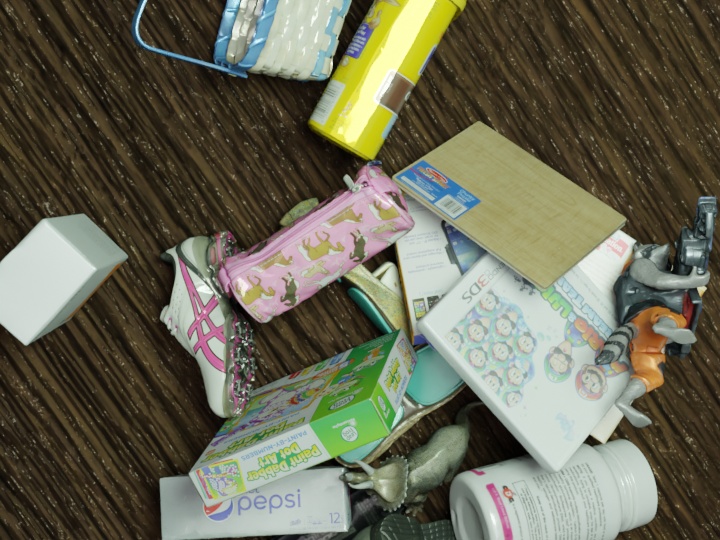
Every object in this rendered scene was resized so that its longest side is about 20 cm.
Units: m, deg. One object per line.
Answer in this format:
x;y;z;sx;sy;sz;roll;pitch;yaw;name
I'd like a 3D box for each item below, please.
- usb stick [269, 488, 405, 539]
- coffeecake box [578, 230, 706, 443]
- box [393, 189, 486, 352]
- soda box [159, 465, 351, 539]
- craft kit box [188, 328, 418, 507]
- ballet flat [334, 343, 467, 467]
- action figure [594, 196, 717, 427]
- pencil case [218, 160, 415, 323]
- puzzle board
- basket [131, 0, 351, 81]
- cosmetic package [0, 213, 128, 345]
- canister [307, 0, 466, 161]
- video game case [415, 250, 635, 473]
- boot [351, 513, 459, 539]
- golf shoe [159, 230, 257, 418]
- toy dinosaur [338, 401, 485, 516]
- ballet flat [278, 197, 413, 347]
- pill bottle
-0.045;0.296;1.228;0.200;0.033;0.056;-31;86;-1;usb stick
0.250;0.059;1.207;0.153;0.073;0.200;33;92;-3;coffeecake box
0.099;-0.007;1.173;0.119;0.041;0.201;-9;72;-2;box
-0.111;0.248;1.190;0.199;0.063;0.069;-4;82;3;soda box
-0.051;0.142;1.107;0.199;0.198;0.049;-24;103;16;craft kit box
0.048;0.136;1.205;0.200;0.065;0.071;-37;84;-1;ballet flat
0.285;0.024;1.082;0.104;0.194;0.201;7;124;9;action figure
-0.044;-0.026;1.116;0.200;0.083;0.087;-34;106;14;pencil case
0.151;-0.069;1.139;0.200;0.017;0.151;37;51;23;puzzle board
-0.115;-0.277;1.120;0.199;0.139;0.177;19;92;-30;basket
-0.303;0.004;1.107;0.071;0.200;0.101;43;91;-5;cosmetic package
0.026;-0.216;1.139;0.086;0.149;0.200;29;94;-5;canister
0.180;0.069;1.117;0.200;0.024;0.182;48;62;-2;video game case
0.041;0.319;1.214;0.130;0.068;0.200;-32;139;33;boot
-0.162;0.061;1.172;0.092;0.073;0.201;-13;70;10;golf shoe
0.075;0.205;1.179;0.199;0.102;0.077;-26;76;-18;toy dinosaur
0.000;0.000;1.194;0.200;0.071;0.071;44;91;-4;ballet flat
0.206;0.248;1.183;0.199;0.113;0.114;-11;95;-18;pill bottle
